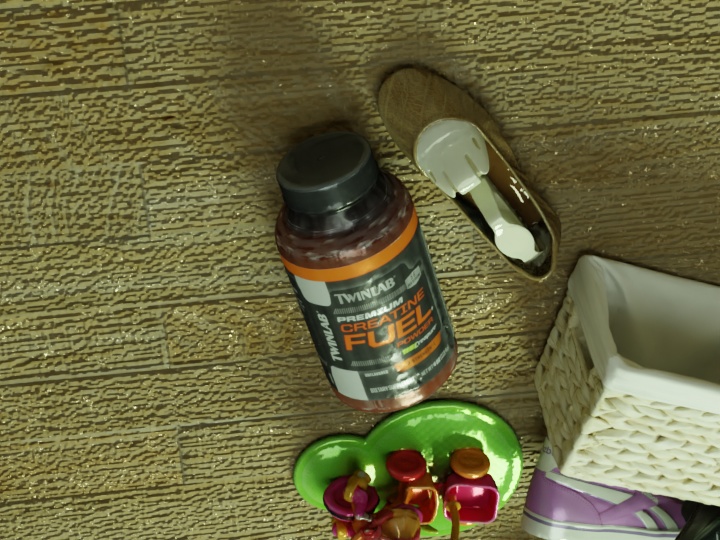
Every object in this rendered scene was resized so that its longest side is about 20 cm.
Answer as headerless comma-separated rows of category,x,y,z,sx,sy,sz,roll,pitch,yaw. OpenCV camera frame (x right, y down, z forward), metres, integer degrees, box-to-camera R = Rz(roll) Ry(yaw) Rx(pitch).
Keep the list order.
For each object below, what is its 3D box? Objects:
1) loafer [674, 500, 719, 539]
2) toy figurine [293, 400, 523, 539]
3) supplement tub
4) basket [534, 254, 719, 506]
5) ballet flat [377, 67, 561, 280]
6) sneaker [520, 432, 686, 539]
loafer,0.296,0.211,1.266,0.199,0.072,0.074,-25,114,-43
toy figurine,0.049,0.221,1.235,0.197,0.185,0.152,1,125,-7
supplement tub,0.000,0.000,1.123,0.106,0.107,0.201,-17,125,5
basket,0.246,0.092,1.204,0.198,0.136,0.124,14,126,-16
ballet flat,0.086,-0.062,1.112,0.067,0.073,0.200,-32,122,14
sneaker,0.232,0.172,1.295,0.199,0.072,0.116,8,96,-35
